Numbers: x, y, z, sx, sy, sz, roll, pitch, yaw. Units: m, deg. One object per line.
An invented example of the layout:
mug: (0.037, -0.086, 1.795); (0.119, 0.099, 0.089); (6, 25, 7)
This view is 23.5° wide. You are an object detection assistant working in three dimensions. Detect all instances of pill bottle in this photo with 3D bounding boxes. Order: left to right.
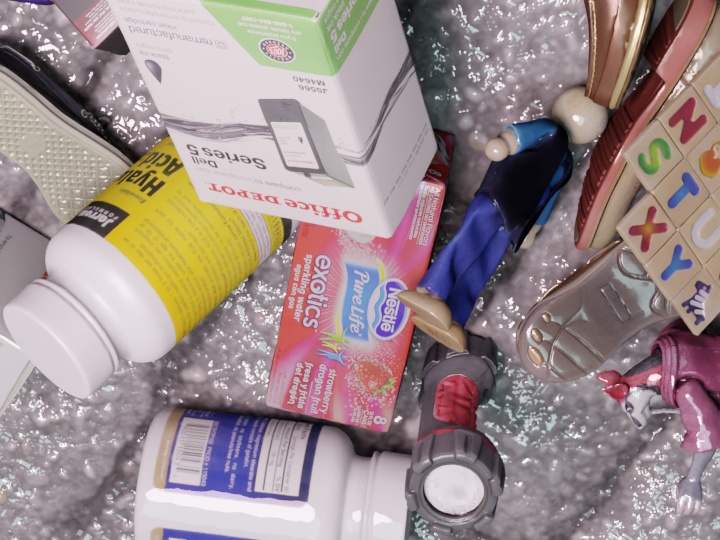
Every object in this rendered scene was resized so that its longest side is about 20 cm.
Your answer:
pill bottle: (-0.143, -0.009, 1.177); (0.111, 0.200, 0.112); (34, 152, 21)
pill bottle: (-0.062, 0.173, 1.302); (0.199, 0.120, 0.120); (7, 115, 5)

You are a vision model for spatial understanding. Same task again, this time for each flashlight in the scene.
flashlight: (0.070, 0.105, 1.207); (0.067, 0.200, 0.068); (13, 116, 2)

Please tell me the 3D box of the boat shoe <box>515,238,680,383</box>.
boat shoe: (0.194, 0.007, 1.219); (0.199, 0.072, 0.076); (-28, 96, -2)

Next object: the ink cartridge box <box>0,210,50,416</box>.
ink cartridge box: (-0.311, 0.005, 1.244); (0.199, 0.147, 0.083); (32, 116, -6)

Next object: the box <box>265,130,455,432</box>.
box: (0.000, 0.000, 1.225); (0.095, 0.100, 0.201); (13, 115, 2)

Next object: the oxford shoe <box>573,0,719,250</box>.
oxford shoe: (0.209, -0.090, 1.173); (0.074, 0.071, 0.201); (22, 117, -9)

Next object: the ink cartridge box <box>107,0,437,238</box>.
ink cartridge box: (-0.049, -0.120, 1.051); (0.145, 0.084, 0.200); (12, 148, 24)

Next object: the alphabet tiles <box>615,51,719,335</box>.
alphabet tiles: (0.261, -0.061, 1.145); (0.200, 0.006, 0.167); (-45, 113, -13)

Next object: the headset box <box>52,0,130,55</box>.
headset box: (-0.160, -0.247, 1.103); (0.149, 0.077, 0.200); (-41, 87, 9)

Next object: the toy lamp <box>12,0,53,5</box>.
toy lamp: (-0.162, -0.214, 1.172); (0.199, 0.058, 0.059); (-5, 114, 11)

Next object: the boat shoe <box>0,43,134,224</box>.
boat shoe: (-0.212, -0.089, 1.235); (0.074, 0.062, 0.200); (-33, 122, 22)

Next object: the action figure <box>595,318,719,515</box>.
action figure: (0.262, 0.074, 1.190); (0.199, 0.134, 0.149); (-1, 138, -14)

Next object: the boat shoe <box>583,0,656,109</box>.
boat shoe: (0.163, -0.207, 1.127); (0.067, 0.072, 0.201); (9, 110, 9)

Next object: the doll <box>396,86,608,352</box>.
doll: (0.102, -0.043, 1.176); (0.048, 0.137, 0.200); (30, 79, 26)
